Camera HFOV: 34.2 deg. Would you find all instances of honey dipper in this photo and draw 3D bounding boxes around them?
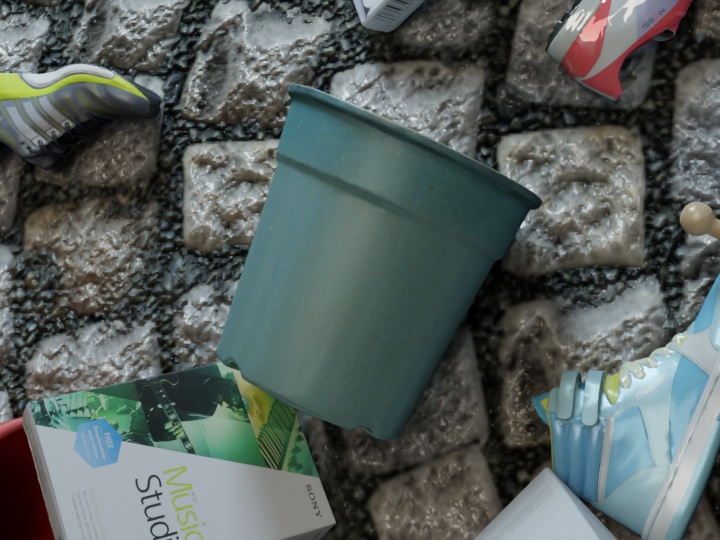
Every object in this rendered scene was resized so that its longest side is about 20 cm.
[{"bbox_3d":[0.301,0.005,0.770,0.198,0.038,0.038,27,84,5],"label":"honey dipper"}]

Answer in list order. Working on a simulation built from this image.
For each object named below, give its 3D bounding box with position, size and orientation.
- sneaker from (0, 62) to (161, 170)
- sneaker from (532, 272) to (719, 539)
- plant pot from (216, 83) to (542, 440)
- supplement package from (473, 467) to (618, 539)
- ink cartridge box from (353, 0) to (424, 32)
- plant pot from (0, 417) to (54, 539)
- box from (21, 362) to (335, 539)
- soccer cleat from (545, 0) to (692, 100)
[{"bbox_3d":[-0.259,-0.130,1.025,0.197,0.074,0.083,-1,81,27],"label":"sneaker"},{"bbox_3d":[0.191,0.074,0.800,0.129,0.080,0.203,20,82,22],"label":"sneaker"},{"bbox_3d":[0.000,0.000,0.834,0.198,0.200,0.199,25,91,23],"label":"plant pot"},{"bbox_3d":[0.127,0.224,0.697,0.120,0.200,0.121,-44,95,2],"label":"supplement package"},{"bbox_3d":[0.043,-0.333,0.938,0.198,0.043,0.203,-38,62,39],"label":"ink cartridge box"},{"bbox_3d":[-0.300,0.215,0.880,0.175,0.200,0.204,-9,72,28],"label":"plant pot"},{"bbox_3d":[-0.129,0.146,0.846,0.036,0.197,0.146,-50,57,50],"label":"box"},{"bbox_3d":[0.228,-0.219,0.883,0.073,0.068,0.200,43,91,6],"label":"soccer cleat"}]
